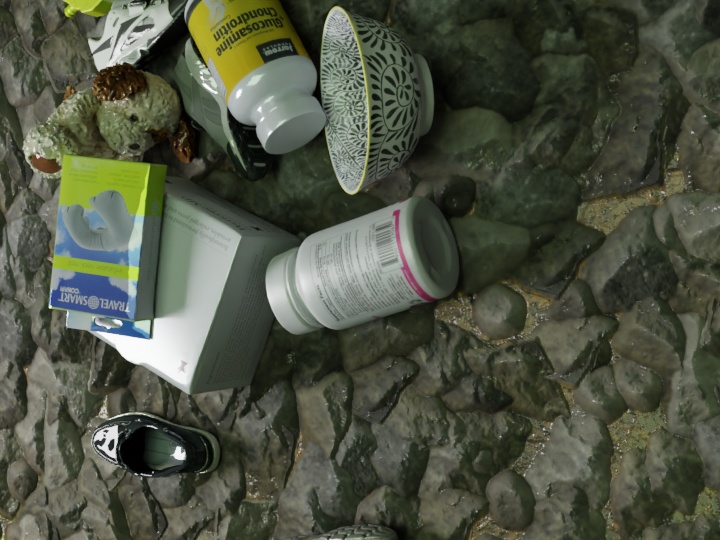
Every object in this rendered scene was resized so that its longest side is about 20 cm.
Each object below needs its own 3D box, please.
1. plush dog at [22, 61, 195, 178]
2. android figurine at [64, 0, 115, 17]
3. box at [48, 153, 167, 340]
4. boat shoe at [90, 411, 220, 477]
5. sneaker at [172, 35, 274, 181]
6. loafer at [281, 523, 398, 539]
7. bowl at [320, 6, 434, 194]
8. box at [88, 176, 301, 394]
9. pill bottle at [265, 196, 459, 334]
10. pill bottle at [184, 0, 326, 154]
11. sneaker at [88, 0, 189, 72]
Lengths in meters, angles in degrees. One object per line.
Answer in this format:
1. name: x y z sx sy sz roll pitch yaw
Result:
1. plush dog: -0.296 -0.183 1.568 0.170 0.200 0.162 -20 59 23
2. android figurine: -0.328 -0.412 1.646 0.199 0.041 0.183 -39 72 24
3. box: -0.291 -0.027 1.465 0.120 0.048 0.203 7 93 20
4. boat shoe: -0.273 0.223 1.602 0.197 0.066 0.076 9 95 30
5. sneaker: -0.166 -0.188 1.542 0.079 0.073 0.202 -44 64 34
6. loafer: -0.036 0.337 1.467 0.198 0.070 0.071 -19 86 37
7. bowl: 0.023 -0.188 1.393 0.093 0.201 0.204 -6 90 -15
8. box: -0.208 0.012 1.526 0.197 0.130 0.202 27 104 27
9. pill bottle: 0.000 0.000 1.415 0.198 0.113 0.115 -18 81 29
10. pill bottle: -0.118 -0.240 1.479 0.112 0.112 0.202 -37 70 25
11. sneaker: -0.267 -0.313 1.584 0.199 0.074 0.089 -34 88 25
